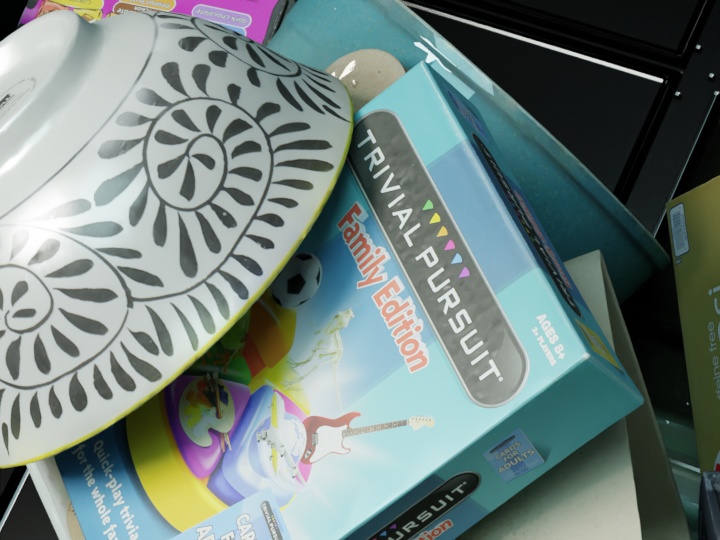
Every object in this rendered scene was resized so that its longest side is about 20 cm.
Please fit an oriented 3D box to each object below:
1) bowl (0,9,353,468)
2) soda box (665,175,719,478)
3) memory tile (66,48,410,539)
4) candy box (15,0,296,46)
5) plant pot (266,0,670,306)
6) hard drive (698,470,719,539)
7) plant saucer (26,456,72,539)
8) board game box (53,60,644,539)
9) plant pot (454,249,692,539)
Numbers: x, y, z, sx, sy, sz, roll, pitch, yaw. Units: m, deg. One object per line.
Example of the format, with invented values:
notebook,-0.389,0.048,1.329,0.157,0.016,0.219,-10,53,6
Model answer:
bowl,-0.108,-0.033,0.995,0.200,0.094,0.201,-35,25,19
soda box,0.182,0.060,1.111,0.067,0.064,0.202,2,75,-28
memory tile,-0.045,0.014,1.050,0.152,0.017,0.201,-11,61,30
candy box,-0.117,-0.047,1.284,0.135,0.061,0.201,14,72,23
plant pot,0.000,0.000,1.163,0.200,0.200,0.188,42,92,27
hard drive,0.196,0.158,1.020,0.134,0.201,0.042,2,44,17
plant saucer,-0.121,0.075,1.162,0.050,0.201,0.201,-25,62,-9
board game box,-0.016,0.042,0.975,0.200,0.047,0.151,-38,52,13
plant pot,0.040,0.144,1.048,0.176,0.200,0.201,-12,48,10
